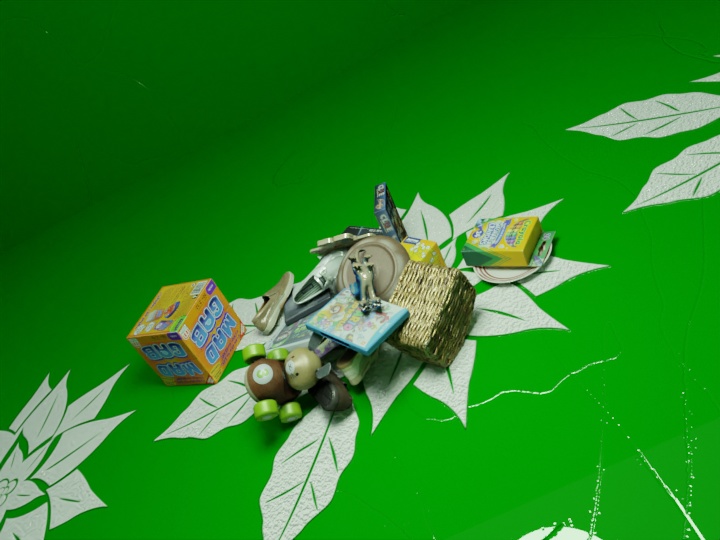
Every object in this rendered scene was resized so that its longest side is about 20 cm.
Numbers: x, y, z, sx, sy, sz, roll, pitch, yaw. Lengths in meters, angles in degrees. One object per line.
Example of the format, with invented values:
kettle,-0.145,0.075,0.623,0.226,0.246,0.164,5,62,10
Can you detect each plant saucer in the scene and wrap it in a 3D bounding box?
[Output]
plant saucer,0.026,0.007,1.477,0.195,0.037,0.206,-8,70,21

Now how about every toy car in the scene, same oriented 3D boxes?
toy car,-0.149,0.222,1.399,0.198,0.156,0.167,-33,59,27

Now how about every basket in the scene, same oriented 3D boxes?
basket,0.154,0.098,1.397,0.147,0.143,0.204,10,68,41

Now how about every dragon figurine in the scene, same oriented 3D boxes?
dragon figurine,0.005,0.021,1.397,0.057,0.102,0.200,-6,21,-9

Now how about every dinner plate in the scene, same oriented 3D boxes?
dinner plate,0.371,-0.034,1.525,0.196,0.025,0.202,-20,34,14

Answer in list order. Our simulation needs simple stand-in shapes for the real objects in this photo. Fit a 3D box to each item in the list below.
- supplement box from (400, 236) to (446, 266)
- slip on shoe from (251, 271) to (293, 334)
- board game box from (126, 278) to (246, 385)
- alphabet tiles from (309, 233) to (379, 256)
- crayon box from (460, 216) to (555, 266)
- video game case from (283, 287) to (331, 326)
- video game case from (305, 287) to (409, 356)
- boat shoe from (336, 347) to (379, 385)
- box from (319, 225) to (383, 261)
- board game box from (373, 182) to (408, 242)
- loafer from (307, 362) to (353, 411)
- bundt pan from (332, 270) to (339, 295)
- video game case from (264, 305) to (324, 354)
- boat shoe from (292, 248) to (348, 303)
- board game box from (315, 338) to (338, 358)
supplement box,0.115,0.026,1.565,0.107,0.111,0.200,14,52,46
slip on shoe,-0.250,0.081,1.782,0.076,0.060,0.203,-29,34,58
board game box,-0.480,0.176,1.745,0.195,0.202,0.202,-8,38,29
alphabet tiles,-0.031,-0.070,1.678,0.191,0.199,0.015,-14,78,26
crayon box,0.358,-0.071,1.517,0.196,0.052,0.127,1,44,38
video game case,-0.151,0.076,1.754,0.141,0.019,0.201,-29,20,3
video game case,-0.009,0.107,1.360,0.197,0.018,0.143,17,46,42
boat shoe,0.010,0.195,1.468,0.071,0.066,0.200,-25,12,31
box,-0.003,-0.058,1.827,0.197,0.044,0.161,9,49,44
board game box,0.088,-0.117,1.690,0.034,0.202,0.137,-17,35,15
loafer,-0.070,0.273,1.436,0.074,0.070,0.200,-64,23,9
bundt pan,0.000,0.000,1.612,0.203,0.075,0.202,-50,-7,-8
video game case,-0.153,0.153,1.629,0.196,0.024,0.183,-17,22,30
boat shoe,-0.101,0.025,1.668,0.200,0.074,0.067,-44,11,11
board game box,-0.051,0.162,1.537,0.198,0.033,0.120,-34,-4,-5
